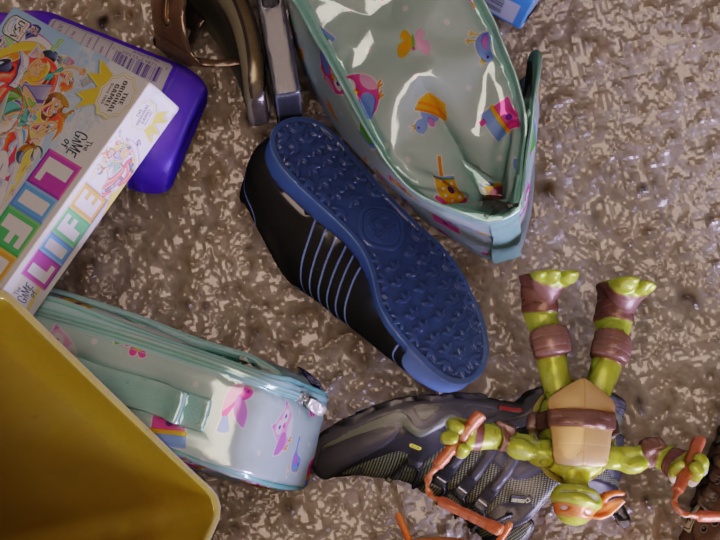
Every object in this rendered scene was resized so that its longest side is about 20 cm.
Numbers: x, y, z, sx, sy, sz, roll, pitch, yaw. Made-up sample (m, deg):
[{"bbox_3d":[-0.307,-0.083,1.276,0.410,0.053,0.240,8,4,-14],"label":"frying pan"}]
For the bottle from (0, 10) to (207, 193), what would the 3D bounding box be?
[{"bbox_3d":[-0.198,-0.117,1.635,0.200,0.065,0.084,21,73,1],"label":"bottle"}]

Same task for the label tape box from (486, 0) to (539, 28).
[{"bbox_3d":[0.131,-0.256,1.613,0.066,0.143,0.200,34,86,2],"label":"label tape box"}]

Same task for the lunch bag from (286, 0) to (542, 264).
[{"bbox_3d":[0.046,-0.102,1.585,0.122,0.170,0.200,-31,82,-2],"label":"lunch bag"}]

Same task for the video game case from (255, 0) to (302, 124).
[{"bbox_3d":[-0.061,-0.194,1.605,0.019,0.143,0.200,-11,85,-2],"label":"video game case"}]

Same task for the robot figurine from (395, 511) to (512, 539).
[{"bbox_3d":[0.050,0.248,1.586,0.116,0.144,0.200,6,85,-17],"label":"robot figurine"}]

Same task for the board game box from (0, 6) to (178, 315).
[{"bbox_3d":[-0.212,-0.045,1.540,0.134,0.034,0.200,30,82,39],"label":"board game box"}]

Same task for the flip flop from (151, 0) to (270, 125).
[{"bbox_3d":[-0.110,-0.165,1.618,0.058,0.081,0.200,-27,68,-12],"label":"flip flop"}]

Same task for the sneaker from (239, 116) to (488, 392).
[{"bbox_3d":[0.000,0.000,1.618,0.070,0.078,0.200,-29,77,-34],"label":"sneaker"}]

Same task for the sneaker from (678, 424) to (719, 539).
[{"bbox_3d":[0.233,0.144,1.619,0.075,0.070,0.200,-4,85,0],"label":"sneaker"}]

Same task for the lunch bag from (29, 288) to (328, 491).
[{"bbox_3d":[-0.119,0.070,1.562,0.200,0.160,0.077,16,83,17],"label":"lunch bag"}]

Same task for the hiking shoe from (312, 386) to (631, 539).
[{"bbox_3d":[0.068,0.126,1.616,0.200,0.076,0.101,-5,82,-2],"label":"hiking shoe"}]

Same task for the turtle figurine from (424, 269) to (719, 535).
[{"bbox_3d":[0.139,0.085,1.569,0.200,0.064,0.162,5,79,-3],"label":"turtle figurine"}]

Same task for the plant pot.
[{"bbox_3d":[-0.231,0.160,1.454,0.200,0.176,0.200,46,48,-28],"label":"plant pot"}]
